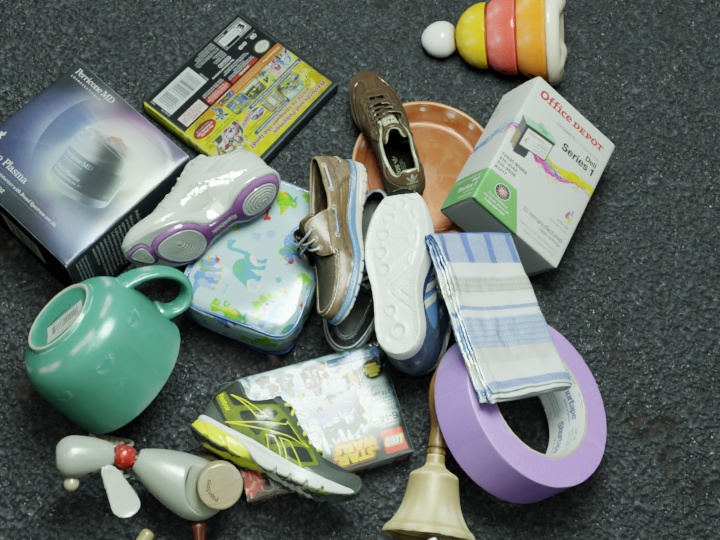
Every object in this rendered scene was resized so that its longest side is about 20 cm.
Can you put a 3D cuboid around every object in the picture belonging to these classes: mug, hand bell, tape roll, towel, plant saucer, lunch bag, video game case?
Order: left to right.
[{"bbox_3d":[-0.285,0.070,1.028,0.151,0.115,0.187,-10,47,38],"label":"mug"},{"bbox_3d":[-0.160,-0.233,1.253,0.180,0.026,0.200,37,68,11],"label":"video game case"},{"bbox_3d":[-0.122,-0.013,1.130,0.159,0.083,0.202,19,67,3],"label":"lunch bag"},{"bbox_3d":[0.086,-0.128,1.223,0.197,0.032,0.203,1,67,-3],"label":"plant saucer"},{"bbox_3d":[0.086,0.194,1.036,0.102,0.104,0.203,9,69,0],"label":"hand bell"},{"bbox_3d":[0.153,0.047,1.027,0.145,0.024,0.202,-1,64,-39],"label":"towel"},{"bbox_3d":[0.181,0.153,1.045,0.198,0.066,0.203,17,55,-26],"label":"tape roll"}]

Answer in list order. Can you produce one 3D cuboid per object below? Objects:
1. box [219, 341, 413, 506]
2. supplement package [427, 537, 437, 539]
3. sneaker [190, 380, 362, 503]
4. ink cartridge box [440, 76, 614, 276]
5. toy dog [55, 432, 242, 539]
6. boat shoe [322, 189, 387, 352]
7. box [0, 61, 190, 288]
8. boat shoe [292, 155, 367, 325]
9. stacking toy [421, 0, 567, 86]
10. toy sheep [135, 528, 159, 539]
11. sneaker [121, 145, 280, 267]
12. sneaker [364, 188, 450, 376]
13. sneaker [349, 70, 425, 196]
[{"bbox_3d":[-0.052,0.174,1.077,0.197,0.040,0.139,-15,70,-11],"label":"box"},{"bbox_3d":[0.043,0.400,0.926,0.149,0.152,0.202,-21,70,-12],"label":"supplement package"},{"bbox_3d":[-0.083,0.183,1.009,0.198,0.075,0.085,24,68,6],"label":"sneaker"},{"bbox_3d":[0.213,-0.117,1.174,0.144,0.084,0.201,37,67,-15],"label":"ink cartridge box"},{"bbox_3d":[-0.224,0.238,0.996,0.197,0.132,0.098,10,81,3],"label":"toy dog"},{"bbox_3d":[0.000,0.000,1.127,0.071,0.068,0.203,17,79,7],"label":"boat shoe"},{"bbox_3d":[-0.338,-0.109,1.134,0.199,0.124,0.198,39,68,12],"label":"box"},{"bbox_3d":[-0.040,-0.038,1.069,0.072,0.072,0.203,14,63,-25],"label":"boat shoe"},{"bbox_3d":[0.182,-0.324,1.284,0.197,0.146,0.148,-1,65,16],"label":"stacking toy"},{"bbox_3d":[-0.215,0.347,0.946,0.198,0.138,0.139,24,66,22],"label":"toy sheep"},{"bbox_3d":[-0.193,-0.075,1.088,0.199,0.075,0.100,-31,56,-17],"label":"sneaker"},{"bbox_3d":[0.061,0.022,1.098,0.079,0.146,0.203,-5,72,16],"label":"sneaker"},{"bbox_3d":[0.040,-0.182,1.184,0.070,0.076,0.202,-17,69,-11],"label":"sneaker"}]
